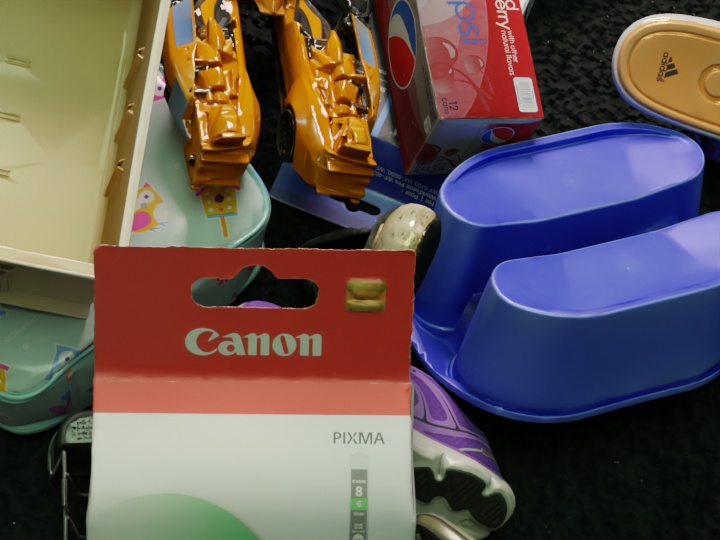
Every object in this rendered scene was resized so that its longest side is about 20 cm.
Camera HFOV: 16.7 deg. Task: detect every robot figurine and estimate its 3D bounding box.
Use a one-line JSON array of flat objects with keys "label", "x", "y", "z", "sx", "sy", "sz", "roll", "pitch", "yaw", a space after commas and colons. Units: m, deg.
[{"label": "robot figurine", "x": -0.052, "y": -0.130, "z": 1.336, "sx": 0.144, "sy": 0.058, "sz": 0.201, "roll": 4, "pitch": 53, "yaw": -20}]

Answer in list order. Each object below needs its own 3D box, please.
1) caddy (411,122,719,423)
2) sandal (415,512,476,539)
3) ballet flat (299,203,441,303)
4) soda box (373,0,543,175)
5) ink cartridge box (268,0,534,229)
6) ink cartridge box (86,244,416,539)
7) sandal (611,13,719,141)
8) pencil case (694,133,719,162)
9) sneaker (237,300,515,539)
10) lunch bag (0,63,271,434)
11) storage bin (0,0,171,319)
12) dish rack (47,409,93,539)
[{"label": "caddy", "x": 0.121, "y": 0.007, "z": 1.323, "sx": 0.199, "sy": 0.105, "sz": 0.142, "roll": -13, "pitch": 51, "yaw": -21}, {"label": "sandal", "x": 0.109, "y": 0.182, "z": 1.268, "sx": 0.200, "sy": 0.080, "sz": 0.058, "roll": 27, "pitch": 50, "yaw": -1}, {"label": "ballet flat", "x": 0.000, "y": 0.000, "z": 1.270, "sx": 0.057, "sy": 0.200, "sz": 0.067, "roll": 31, "pitch": 77, "yaw": -5}, {"label": "soda box", "x": 0.046, "y": -0.156, "z": 1.366, "sx": 0.063, "sy": 0.070, "sz": 0.201, "roll": -1, "pitch": 66, "yaw": -17}, {"label": "ink cartridge box", "x": 0.029, "y": -0.114, "z": 1.407, "sx": 0.099, "sy": 0.039, "sz": 0.201, "roll": 21, "pitch": 67, "yaw": 5}, {"label": "ink cartridge box", "x": -0.052, "y": 0.090, "z": 1.184, "sx": 0.160, "sy": 0.201, "sz": 0.050, "roll": 1, "pitch": 24, "yaw": -4}, {"label": "sandal", "x": 0.237, "y": -0.086, "z": 1.323, "sx": 0.205, "sy": 0.059, "sz": 0.080, "roll": 11, "pitch": 105, "yaw": -6}, {"label": "pencil case", "x": 0.286, "y": -0.095, "z": 1.395, "sx": 0.198, "sy": 0.087, "sz": 0.078, "roll": 2, "pitch": 26, "yaw": -3}, {"label": "sneaker", "x": -0.004, "y": 0.073, "z": 1.268, "sx": 0.080, "sy": 0.200, "sz": 0.084, "roll": -37, "pitch": 36, "yaw": 22}, {"label": "lunch bag", "x": -0.156, "y": -0.022, "z": 1.333, "sx": 0.200, "sy": 0.077, "sz": 0.160, "roll": -37, "pitch": 72, "yaw": -18}, {"label": "storage bin", "x": -0.206, "y": -0.098, "z": 1.236, "sx": 0.197, "sy": 0.094, "sz": 0.202, "roll": 12, "pitch": 74, "yaw": -11}, {"label": "dish rack", "x": -0.086, "y": 0.163, "z": 1.269, "sx": 0.152, "sy": 0.055, "sz": 0.201, "roll": -2, "pitch": 68, "yaw": -4}]
